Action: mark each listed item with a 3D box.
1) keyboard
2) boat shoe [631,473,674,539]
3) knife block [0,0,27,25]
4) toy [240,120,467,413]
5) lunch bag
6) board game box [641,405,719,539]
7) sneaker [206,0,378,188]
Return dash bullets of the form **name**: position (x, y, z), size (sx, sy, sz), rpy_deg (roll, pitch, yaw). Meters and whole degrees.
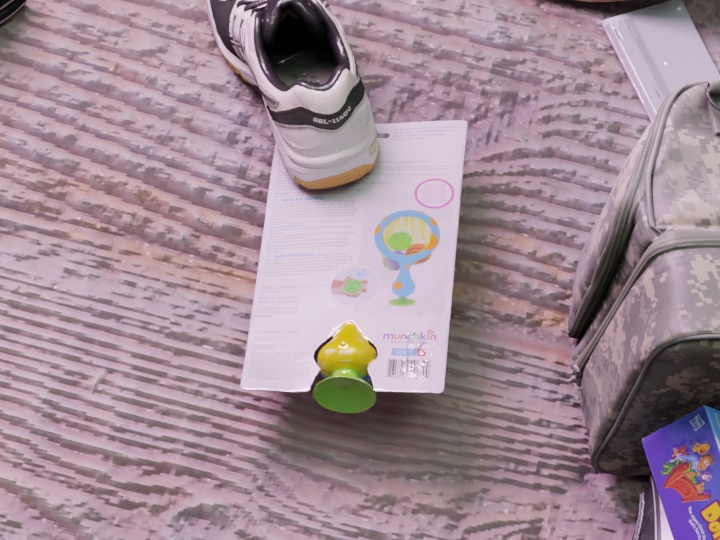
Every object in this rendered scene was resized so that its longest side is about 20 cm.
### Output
- **keyboard**: position (0.213, -0.082, 1.732), size (0.056, 0.011, 0.200), rpy_deg (-14, 62, -20)
- **boat shoe**: position (0.152, 0.192, 1.530), size (0.068, 0.074, 0.200), rpy_deg (-6, 52, 13)
- **knife block**: position (-0.298, -0.139, 1.687), size (0.200, 0.175, 0.064), rpy_deg (-48, 66, 20)
- **toy**: position (0.000, 0.000, 1.632), size (0.115, 0.047, 0.200), rpy_deg (0, 48, 8)
- **lunch bag**: position (0.191, 0.005, 1.571), size (0.139, 0.200, 0.168), rpy_deg (-1, 63, -10)
- **board game box**: position (0.231, 0.182, 1.511), size (0.045, 0.134, 0.200), rpy_deg (-32, 58, 28)
- **sneaker**: position (-0.040, -0.142, 1.675), size (0.075, 0.088, 0.200), rpy_deg (-21, 47, -10)
